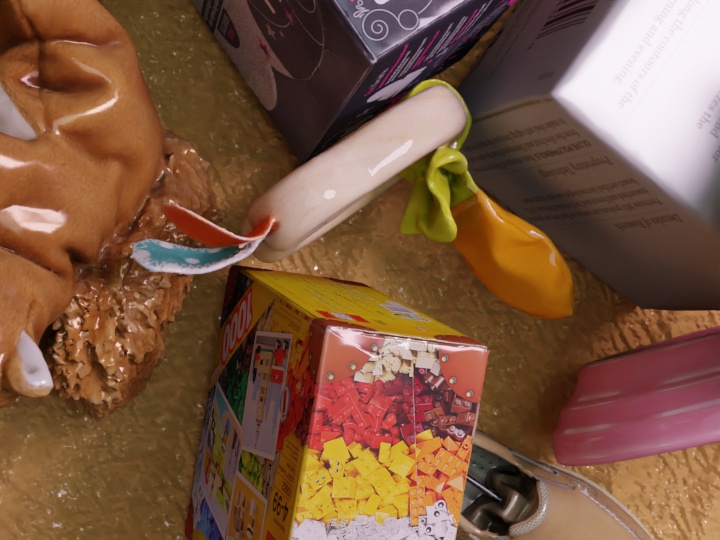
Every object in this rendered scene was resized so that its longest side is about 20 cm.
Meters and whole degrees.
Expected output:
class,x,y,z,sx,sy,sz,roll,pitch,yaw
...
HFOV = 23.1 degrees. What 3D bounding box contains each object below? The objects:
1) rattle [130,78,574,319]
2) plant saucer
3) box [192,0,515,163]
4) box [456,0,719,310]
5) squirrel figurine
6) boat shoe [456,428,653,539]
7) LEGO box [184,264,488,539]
class,x,y,z,sx,sy,sz,roll,pitch,yaw
rattle,0.000,0.000,0.833,0.200,0.130,0.143,-38,109,-58
plant saucer,0.193,0.053,0.911,0.200,0.200,0.051,-13,86,-17
box,-0.006,-0.152,0.846,0.115,0.200,0.132,-34,89,-15
box,0.176,-0.104,0.908,0.171,0.200,0.199,37,79,-12
squirrel figurine,-0.149,-0.004,0.821,0.200,0.141,0.187,38,43,-39
boat shoe,0.083,0.130,0.939,0.200,0.076,0.072,27,81,-15
LEGO box,-0.019,0.087,0.834,0.077,0.200,0.149,9,95,-17
